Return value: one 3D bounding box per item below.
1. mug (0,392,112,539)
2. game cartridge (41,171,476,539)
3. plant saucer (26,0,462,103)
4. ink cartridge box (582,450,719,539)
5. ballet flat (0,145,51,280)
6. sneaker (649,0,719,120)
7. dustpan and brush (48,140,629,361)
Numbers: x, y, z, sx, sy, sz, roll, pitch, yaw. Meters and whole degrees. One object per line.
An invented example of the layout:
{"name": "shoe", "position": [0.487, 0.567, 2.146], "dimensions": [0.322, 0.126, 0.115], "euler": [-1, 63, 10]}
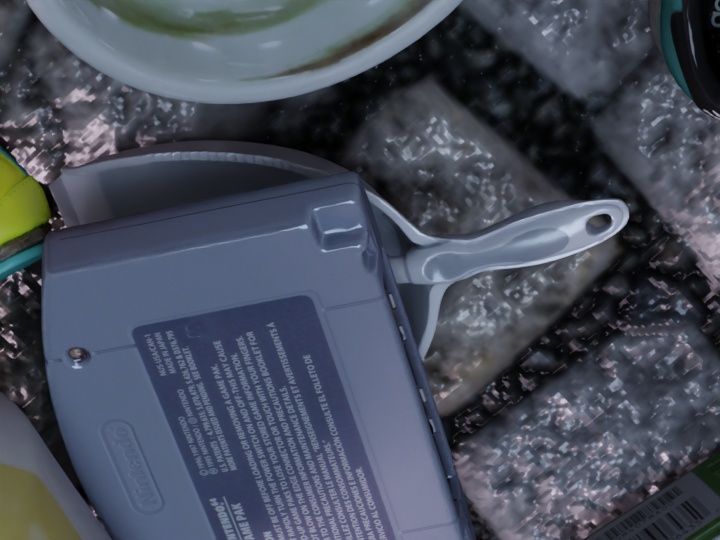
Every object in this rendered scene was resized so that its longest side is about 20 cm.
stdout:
{"name": "mug", "position": [-0.141, 0.121, 0.964], "dimensions": [0.149, 0.186, 0.153], "euler": [-46, 140, -28]}
{"name": "game cartridge", "position": [-0.041, 0.054, 0.999], "dimensions": [0.133, 0.041, 0.200], "euler": [-13, 131, 6]}
{"name": "plant saucer", "position": [-0.033, -0.152, 0.921], "dimensions": [0.200, 0.050, 0.201], "euler": [-13, 129, -17]}
{"name": "ink cartridge box", "position": [0.173, 0.173, 1.094], "dimensions": [0.104, 0.059, 0.200], "euler": [-32, 111, -2]}
{"name": "ballet flat", "position": [-0.205, 0.014, 0.998], "dimensions": [0.200, 0.067, 0.067], "euler": [-33, 93, 6]}
{"name": "sneaker", "position": [0.143, -0.146, 0.943], "dimensions": [0.071, 0.080, 0.201], "euler": [-1, 115, -6]}
{"name": "dustpan and brush", "position": [0.000, 0.000, 1.007], "dimensions": [0.199, 0.057, 0.140], "euler": [-19, 116, 3]}
